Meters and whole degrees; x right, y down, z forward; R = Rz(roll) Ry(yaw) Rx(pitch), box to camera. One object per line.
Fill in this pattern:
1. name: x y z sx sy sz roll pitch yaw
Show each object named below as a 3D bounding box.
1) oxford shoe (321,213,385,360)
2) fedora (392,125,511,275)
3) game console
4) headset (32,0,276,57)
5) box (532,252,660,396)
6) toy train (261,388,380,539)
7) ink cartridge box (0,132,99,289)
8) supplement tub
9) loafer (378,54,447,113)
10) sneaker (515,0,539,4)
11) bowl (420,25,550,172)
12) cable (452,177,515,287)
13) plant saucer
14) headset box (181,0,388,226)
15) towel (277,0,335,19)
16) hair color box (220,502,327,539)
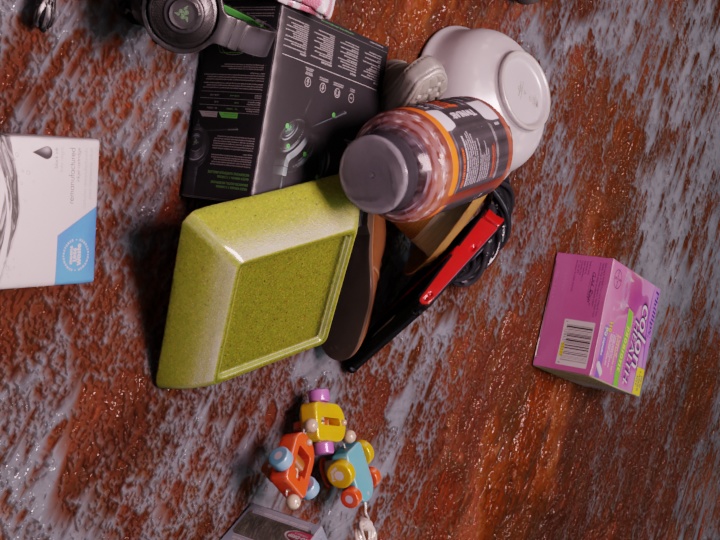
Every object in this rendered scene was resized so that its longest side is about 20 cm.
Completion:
1. oxford shoe: 0.000 0.000 1.224 0.071 0.071 0.201 12 86 -59
2. fedora: 0.086 -0.092 1.237 0.082 0.201 0.201 35 61 -5
3. game console: 0.072 0.025 1.246 0.031 0.200 0.177 41 54 -2
4. headset: -0.166 -0.211 0.927 0.199 0.123 0.094 15 106 -39
5. box: 0.364 0.085 1.708 0.200 0.096 0.177 24 77 -53
6. toy train: -0.046 0.216 1.192 0.200 0.055 0.151 53 35 -42
7. ink cartridge box: -0.291 -0.044 0.820 0.200 0.066 0.116 -6 102 -53
8. supplement tub: 0.061 -0.105 1.057 0.200 0.107 0.108 -23 115 -57
9. loafer: 0.039 -0.186 1.162 0.070 0.200 0.070 -32 89 -14
10. sneaker: 0.237 -0.456 1.455 0.202 0.067 0.108 -62 142 -20
11. bowl: 0.164 -0.206 1.345 0.201 0.090 0.202 10 76 -44
12. cable: 0.132 -0.061 1.415 0.200 0.051 0.164 -45 135 -43
13. plant saucer: -0.083 0.020 1.039 0.199 0.048 0.201 -18 136 -40
14. headset box: -0.070 -0.140 1.079 0.174 0.092 0.201 7 91 -54
15. towel: -0.084 -0.314 0.947 0.199 0.030 0.147 15 87 -37
16. hair color box: -0.064 0.345 1.177 0.061 0.099 0.201 -47 131 -37
